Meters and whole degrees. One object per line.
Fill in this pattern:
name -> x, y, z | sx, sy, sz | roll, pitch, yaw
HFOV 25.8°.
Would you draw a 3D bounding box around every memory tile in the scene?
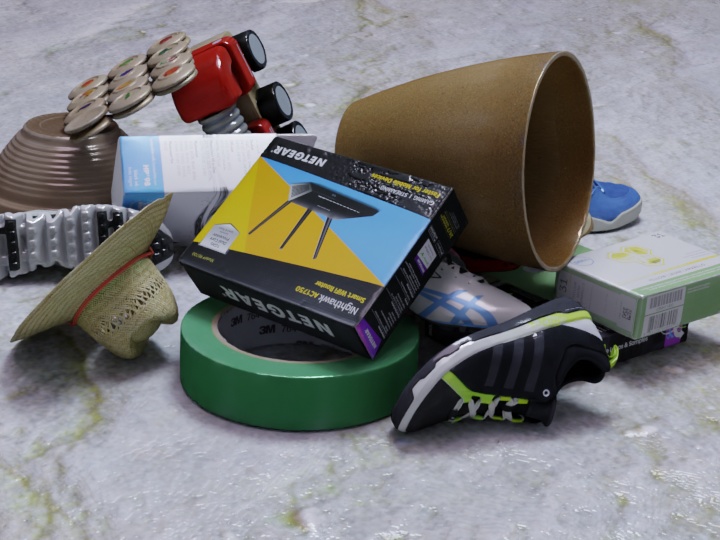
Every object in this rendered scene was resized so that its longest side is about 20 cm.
memory tile -> -0.245, -0.197, 1.661 | 0.152, 0.017, 0.200 | -28, 23, 2

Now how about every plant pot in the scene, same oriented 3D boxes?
plant pot -> -0.308, -0.111, 1.680 | 0.199, 0.094, 0.201 | 3, 22, -1
plant pot -> 0.085, -0.098, 1.383 | 0.198, 0.188, 0.186 | 4, 19, 26

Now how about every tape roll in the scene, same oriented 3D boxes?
tape roll -> -0.051, 0.068, 1.308 | 0.198, 0.049, 0.201 | 2, 21, -1

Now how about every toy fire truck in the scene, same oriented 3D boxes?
toy fire truck -> -0.157, -0.139, 1.683 | 0.128, 0.177, 0.200 | -20, 20, 20

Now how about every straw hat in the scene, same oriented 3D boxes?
straw hat -> -0.200, 0.027, 1.331 | 0.085, 0.201, 0.201 | 46, 26, -2

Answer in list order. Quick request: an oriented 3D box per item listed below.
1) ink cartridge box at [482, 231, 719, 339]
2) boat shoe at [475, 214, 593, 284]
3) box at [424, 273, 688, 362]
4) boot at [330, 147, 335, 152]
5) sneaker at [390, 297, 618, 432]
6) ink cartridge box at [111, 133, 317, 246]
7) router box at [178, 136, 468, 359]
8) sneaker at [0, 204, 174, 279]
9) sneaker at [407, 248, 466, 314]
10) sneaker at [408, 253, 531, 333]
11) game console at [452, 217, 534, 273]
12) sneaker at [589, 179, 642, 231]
ink cartridge box -> 0.225, -0.002, 1.435 | 0.145, 0.048, 0.199 | -14, 28, -38
boat shoe -> 0.140, -0.041, 1.542 | 0.199, 0.073, 0.072 | -23, 20, -23
box -> 0.176, 0.048, 1.410 | 0.199, 0.036, 0.143 | -11, 24, -36
boot -> 0.066, -0.101, 1.504 | 0.199, 0.073, 0.145 | -31, 35, 9
sneaker -> 0.120, 0.089, 1.241 | 0.199, 0.072, 0.083 | -25, 68, -21
ink cartridge box -> -0.144, -0.079, 1.566 | 0.198, 0.116, 0.067 | -2, 64, -14
router box -> -0.031, -0.023, 1.308 | 0.199, 0.051, 0.150 | 18, 62, 36
sneaker -> -0.279, -0.031, 1.512 | 0.198, 0.076, 0.081 | 2, 9, -8
sneaker -> 0.000, 0.000, 1.456 | 0.198, 0.080, 0.095 | -1, 5, 7
sneaker -> 0.058, 0.004, 1.338 | 0.199, 0.073, 0.072 | 22, 11, 20
game console -> 0.111, -0.069, 1.519 | 0.176, 0.031, 0.201 | 1, 44, 33
sneaker -> 0.222, -0.104, 1.703 | 0.198, 0.112, 0.077 | -4, 22, -19
